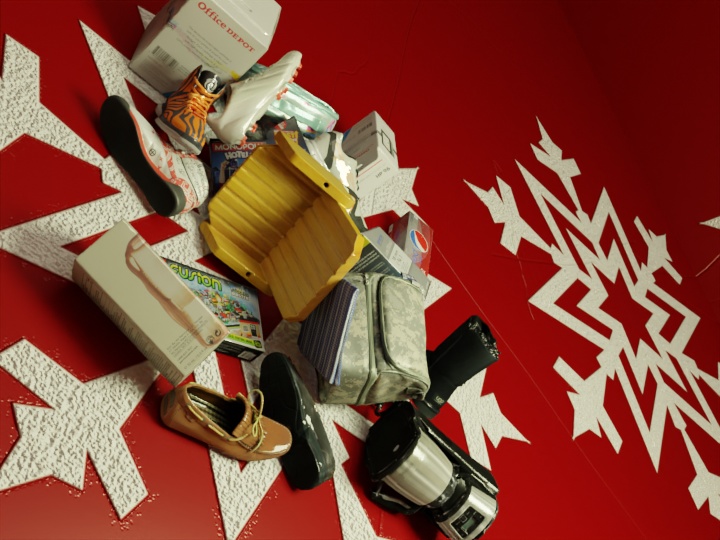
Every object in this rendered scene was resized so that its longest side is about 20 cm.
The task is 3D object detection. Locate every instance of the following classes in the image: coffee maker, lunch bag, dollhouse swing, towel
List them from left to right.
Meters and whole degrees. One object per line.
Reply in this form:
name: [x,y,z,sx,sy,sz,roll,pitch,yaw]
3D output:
dollhouse swing: [-0.118,-0.058,1.476,0.181,0.200,0.176,38,14,-22]
lunch bag: [-0.137,-0.297,1.756,0.199,0.078,0.160,24,4,-35]
towel: [-0.048,0.075,1.481,0.024,0.147,0.200,11,8,-19]
lunch bag: [0.023,0.104,1.558,0.165,0.140,0.202,5,56,-14]
coffee maker: [0.115,0.305,1.565,0.200,0.134,0.193,43,33,-19]

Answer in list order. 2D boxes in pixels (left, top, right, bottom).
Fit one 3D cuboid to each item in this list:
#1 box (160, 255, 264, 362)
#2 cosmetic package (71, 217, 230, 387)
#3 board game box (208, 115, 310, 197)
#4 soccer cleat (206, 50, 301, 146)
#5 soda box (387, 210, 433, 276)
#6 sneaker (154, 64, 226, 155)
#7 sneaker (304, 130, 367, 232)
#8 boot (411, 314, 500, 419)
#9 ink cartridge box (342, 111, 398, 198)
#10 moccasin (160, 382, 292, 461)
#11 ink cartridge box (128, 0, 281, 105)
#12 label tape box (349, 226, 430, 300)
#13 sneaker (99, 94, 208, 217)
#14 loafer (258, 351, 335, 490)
box: [-0.229,0.054,1.431,0.199,0.035,0.111,22,45,-41]
cosmetic package: [-0.271,0.044,1.282,0.200,0.103,0.087,47,68,-3]
board game box: [-0.151,-0.157,1.642,0.197,0.062,0.202,0,63,-18]
soccer cleat: [-0.169,-0.291,1.611,0.077,0.069,0.201,38,74,-6]
soda box: [0.087,-0.018,1.881,0.070,0.063,0.201,39,37,-22]
sneaker: [-0.257,-0.256,1.533,0.077,0.112,0.200,37,9,-32]
sneaker: [-0.027,-0.148,1.724,0.202,0.079,0.074,64,-11,-23]
boot: [0.146,0.139,1.677,0.076,0.168,0.201,42,11,-25]
ink cartridge box: [0.005,-0.201,1.851,0.068,0.115,0.201,47,21,-26]
moccasin: [-0.169,0.199,1.339,0.200,0.077,0.074,34,38,-30]
ink cartridge box: [-0.253,-0.387,1.640,0.147,0.199,0.146,38,36,-25]
label tape box: [0.000,0.000,1.676,0.200,0.144,0.064,45,34,-15]
sneaker: [-0.308,-0.176,1.509,0.203,0.067,0.108,57,27,3]
loafer: [-0.092,0.215,1.445,0.072,0.072,0.202,1,69,-62]
